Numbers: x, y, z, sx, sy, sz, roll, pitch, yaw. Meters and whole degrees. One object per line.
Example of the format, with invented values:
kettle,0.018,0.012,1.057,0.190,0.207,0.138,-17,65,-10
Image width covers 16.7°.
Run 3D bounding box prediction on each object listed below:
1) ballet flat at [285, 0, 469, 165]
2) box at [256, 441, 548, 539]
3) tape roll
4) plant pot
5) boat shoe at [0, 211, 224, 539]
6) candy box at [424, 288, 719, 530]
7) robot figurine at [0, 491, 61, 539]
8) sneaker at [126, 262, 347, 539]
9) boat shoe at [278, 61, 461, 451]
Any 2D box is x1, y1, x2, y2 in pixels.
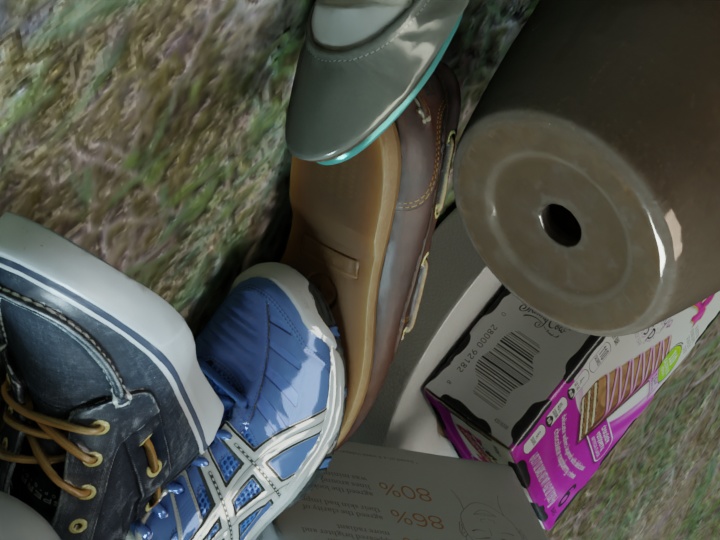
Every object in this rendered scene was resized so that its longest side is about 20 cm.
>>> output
ballet flat,0.023,-0.134,0.971,0.200,0.067,0.064,-51,129,-11
box,0.016,0.180,1.123,0.152,0.200,0.107,11,120,-24
tape roll,0.062,0.035,1.283,0.203,0.037,0.203,-44,155,-26
plant pot,0.133,-0.066,1.063,0.175,0.200,0.201,-41,154,-37
boat shoe,-0.108,0.055,0.925,0.091,0.071,0.200,-59,159,-14
candy box,0.127,0.024,1.271,0.200,0.061,0.136,-51,156,-10
robot figurine,-0.146,0.162,0.911,0.169,0.113,0.201,-19,120,-4
sneaker,-0.069,0.090,1.053,0.077,0.076,0.201,-4,121,-59
boat shoe,0.000,0.000,1.073,0.070,0.070,0.201,-26,144,-46
